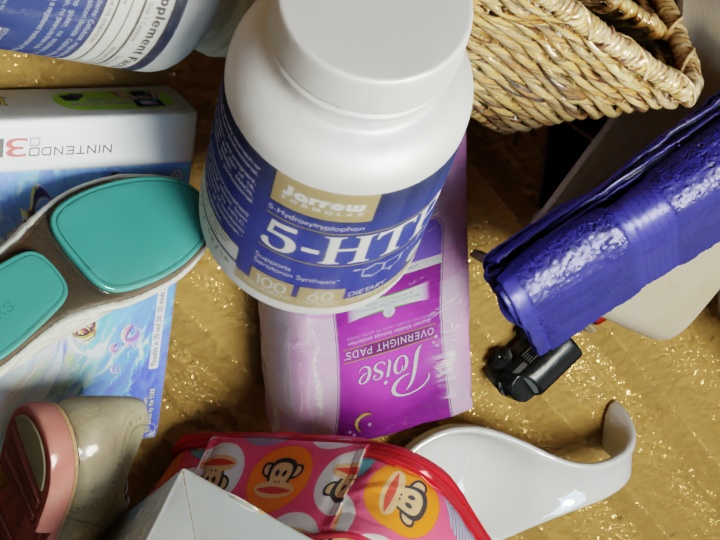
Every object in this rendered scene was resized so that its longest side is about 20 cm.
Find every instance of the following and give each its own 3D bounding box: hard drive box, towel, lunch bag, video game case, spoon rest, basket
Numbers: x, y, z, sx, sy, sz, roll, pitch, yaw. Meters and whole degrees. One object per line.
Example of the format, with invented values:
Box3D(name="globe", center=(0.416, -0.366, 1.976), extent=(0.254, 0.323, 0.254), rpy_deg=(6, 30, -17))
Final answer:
Box3D(name="hard drive box", center=(-0.076, 0.198, 1.085), extent=(0.155, 0.200, 0.077), rpy_deg=(31, 61, -11))
Box3D(name="towel", center=(0.159, -0.033, 1.072), extent=(0.199, 0.050, 0.148), rpy_deg=(-33, 166, 2))
Box3D(name="lunch bag", center=(-0.015, 0.173, 1.153), extent=(0.176, 0.199, 0.082), rpy_deg=(56, 48, -37))
Box3D(name="video game case", center=(-0.186, 0.004, 1.055), extent=(0.180, 0.045, 0.201), rpy_deg=(-5, 117, -29))
Box3D(name="spoon rest", center=(0.100, 0.133, 1.290), extent=(0.199, 0.061, 0.100), rpy_deg=(-13, 120, -27))
Box3D(name="basket", center=(0.081, -0.175, 1.032), extent=(0.200, 0.149, 0.143), rpy_deg=(28, 69, -38))

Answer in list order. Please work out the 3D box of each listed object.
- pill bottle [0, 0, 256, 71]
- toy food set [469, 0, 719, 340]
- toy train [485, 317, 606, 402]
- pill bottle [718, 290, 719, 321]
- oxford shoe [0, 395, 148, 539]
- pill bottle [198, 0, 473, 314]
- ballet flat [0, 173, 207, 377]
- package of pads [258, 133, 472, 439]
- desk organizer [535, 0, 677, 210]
Box3D(name="pill bottle", center=(-0.133, -0.157, 0.959), extent=(0.199, 0.111, 0.111), rpy_deg=(6, 111, -34))
Box3D(name="toy food set", center=(0.173, -0.060, 1.155), extent=(0.143, 0.060, 0.200), rpy_deg=(24, 111, -34))
Box3D(name="toy train", center=(0.160, 0.008, 1.269), extent=(0.200, 0.046, 0.034), rpy_deg=(-45, 129, -4))
Box3D(name="pill bottle", center=(0.290, 0.010, 1.279), extent=(0.119, 0.120, 0.200), rpy_deg=(-36, 150, -10))
Box3D(name="oxford shoe", center=(-0.162, 0.141, 1.095), extent=(0.074, 0.071, 0.200), rpy_deg=(-12, 148, -31))
Box3D(name="pill bottle", center=(-0.010, -0.073, 0.959), extent=(0.119, 0.120, 0.200), rpy_deg=(-22, 158, -20))
Box3D(name="ballet flat", center=(-0.156, 0.008, 0.994), extent=(0.200, 0.069, 0.070), rpy_deg=(-36, 134, -46))
Box3D(name="package of pads", center=(0.000, 0.000, 1.148), extent=(0.120, 0.076, 0.201), rpy_deg=(-14, 121, -21))
Box3D(name="desk organizer", center=(0.165, -0.117, 1.191), extent=(0.077, 0.072, 0.201), rpy_deg=(-7, 118, -26))
